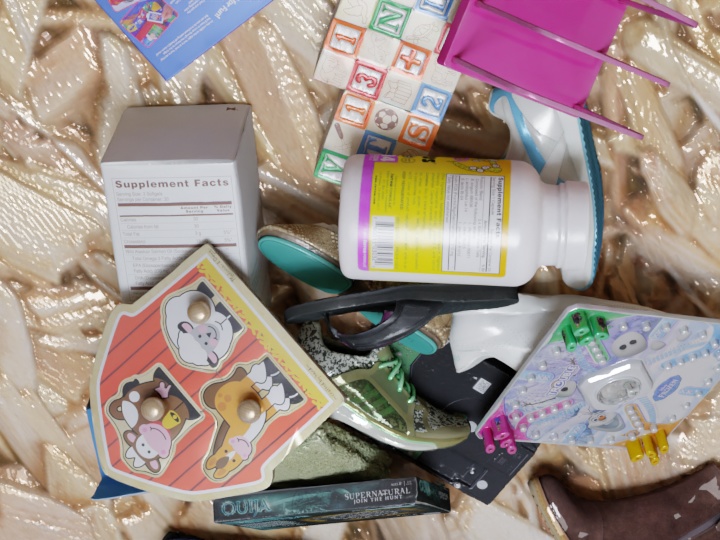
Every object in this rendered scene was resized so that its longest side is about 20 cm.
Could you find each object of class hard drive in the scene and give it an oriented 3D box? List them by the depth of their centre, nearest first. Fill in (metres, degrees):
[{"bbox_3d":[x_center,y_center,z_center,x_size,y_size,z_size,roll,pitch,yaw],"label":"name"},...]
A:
[{"bbox_3d":[0.080,0.124,1.460,0.200,0.038,0.140,30,117,-13],"label":"hard drive"}]

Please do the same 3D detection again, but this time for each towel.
[{"bbox_3d":[-0.061,0.181,1.438,0.148,0.037,0.200,-10,159,16],"label":"towel"}]

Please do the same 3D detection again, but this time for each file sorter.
[{"bbox_3d":[0.178,-0.214,1.153,0.139,0.125,0.200,16,102,-31],"label":"file sorter"}]

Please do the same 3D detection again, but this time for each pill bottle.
[{"bbox_3d":[0.084,-0.040,1.258,0.200,0.104,0.104,3,120,3],"label":"pill bottle"}]

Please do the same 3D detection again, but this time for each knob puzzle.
[{"bbox_3d":[-0.143,0.107,1.277,0.219,0.030,0.220,1,95,9],"label":"knob puzzle"}]

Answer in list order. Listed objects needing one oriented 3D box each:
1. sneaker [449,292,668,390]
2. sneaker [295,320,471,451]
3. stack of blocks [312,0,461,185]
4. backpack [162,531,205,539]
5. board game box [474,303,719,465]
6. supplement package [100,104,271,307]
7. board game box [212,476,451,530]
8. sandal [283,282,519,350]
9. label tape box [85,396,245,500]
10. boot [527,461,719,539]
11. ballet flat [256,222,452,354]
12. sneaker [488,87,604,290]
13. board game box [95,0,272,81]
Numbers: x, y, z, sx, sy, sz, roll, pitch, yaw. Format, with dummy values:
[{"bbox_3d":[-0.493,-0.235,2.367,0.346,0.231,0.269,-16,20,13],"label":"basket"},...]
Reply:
[{"bbox_3d":[0.180,0.065,1.384,0.200,0.075,0.089,2,87,13],"label":"sneaker"},{"bbox_3d":[0.017,0.101,1.397,0.200,0.077,0.089,21,102,-13],"label":"sneaker"},{"bbox_3d":[0.020,-0.165,1.286,0.115,0.059,0.200,18,119,-6],"label":"stack of blocks"},{"bbox_3d":[-0.110,0.369,1.561,0.200,0.135,0.183,3,121,-1],"label":"backpack"},{"bbox_3d":[0.232,0.109,1.381,0.200,0.026,0.200,7,139,-23],"label":"board game box"},{"bbox_3d":[-0.148,-0.031,1.342,0.117,0.117,0.200,-1,119,5],"label":"supplement package"},{"bbox_3d":[-0.025,0.224,1.469,0.200,0.135,0.028,-8,76,14],"label":"board game box"},{"bbox_3d":[0.037,0.039,1.289,0.200,0.075,0.048,-5,81,-6],"label":"sandal"},{"bbox_3d":[-0.164,0.114,1.378,0.143,0.200,0.066,-12,116,11],"label":"label tape box"},{"bbox_3d":[0.277,0.233,1.504,0.166,0.072,0.200,-38,110,10],"label":"boot"},{"bbox_3d":[0.000,0.000,1.357,0.200,0.065,0.070,34,155,-19],"label":"ballet flat"},{"bbox_3d":[0.164,-0.076,1.324,0.081,0.077,0.200,-8,112,16],"label":"sneaker"},{"bbox_3d":[-0.125,-0.266,1.248,0.200,0.045,0.135,-33,112,21],"label":"board game box"}]
